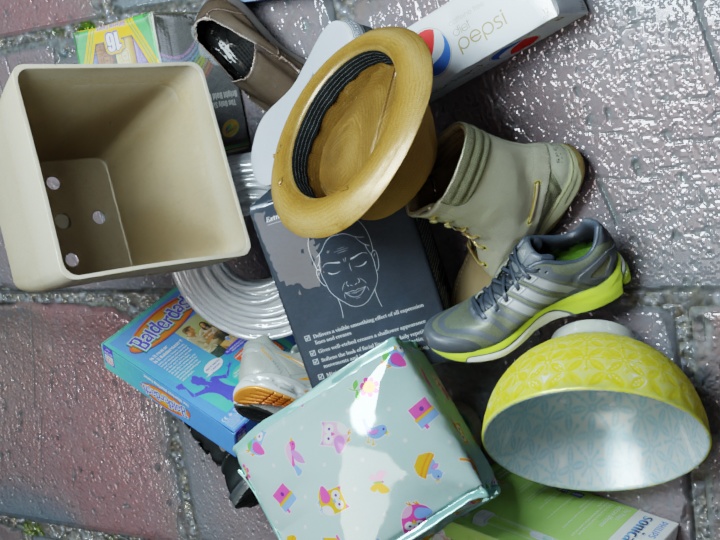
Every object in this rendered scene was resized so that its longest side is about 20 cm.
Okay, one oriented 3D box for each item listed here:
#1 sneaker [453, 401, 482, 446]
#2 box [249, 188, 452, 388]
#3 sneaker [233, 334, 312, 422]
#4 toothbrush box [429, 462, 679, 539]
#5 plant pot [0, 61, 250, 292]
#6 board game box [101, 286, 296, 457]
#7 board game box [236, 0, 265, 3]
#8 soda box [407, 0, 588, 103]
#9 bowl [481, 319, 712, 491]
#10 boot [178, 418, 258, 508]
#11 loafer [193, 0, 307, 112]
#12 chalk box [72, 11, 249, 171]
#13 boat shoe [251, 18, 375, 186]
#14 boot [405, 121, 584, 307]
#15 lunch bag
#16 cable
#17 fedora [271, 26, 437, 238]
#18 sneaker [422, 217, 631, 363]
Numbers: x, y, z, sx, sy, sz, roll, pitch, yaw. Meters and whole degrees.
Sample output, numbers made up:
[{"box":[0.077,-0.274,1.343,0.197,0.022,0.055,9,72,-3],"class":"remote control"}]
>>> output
[{"box":[0.078,0.239,1.222,0.071,0.080,0.200,11,108,32],"class":"sneaker"},{"box":[0.000,0.000,1.152,0.148,0.107,0.200,-16,102,11],"class":"box"},{"box":[-0.041,0.124,1.239,0.076,0.200,0.092,-35,42,37],"class":"sneaker"},{"box":[0.179,0.271,1.121,0.200,0.146,0.086,13,109,31],"class":"toothbrush box"},{"box":[-0.258,-0.074,1.150,0.177,0.200,0.200,-25,78,48],"class":"plant pot"},{"box":[-0.162,0.098,1.308,0.200,0.152,0.045,30,141,26],"class":"board game box"},{"box":[-0.071,-0.347,1.200,0.200,0.034,0.136,2,103,34],"class":"board game box"},{"box":[0.105,-0.219,1.092,0.200,0.068,0.064,-25,87,37],"class":"soda box"},{"box":[0.211,0.110,1.067,0.200,0.200,0.108,-24,45,36],"class":"bowl"},{"box":[-0.169,0.173,1.346,0.200,0.066,0.165,55,166,12],"class":"boot"},{"box":[-0.102,-0.199,1.221,0.200,0.071,0.073,41,123,0],"class":"loafer"},{"box":[-0.212,-0.174,1.289,0.124,0.124,0.200,-3,99,35],"class":"chalk box"},{"box":[-0.039,-0.154,1.135,0.200,0.057,0.069,-52,54,36],"class":"boat shoe"},{"box":[0.099,-0.040,1.083,0.200,0.154,0.072,-61,42,26],"class":"boot"},{"box":[0.000,0.180,1.062,0.200,0.122,0.171,-34,77,10],"class":"lunch bag"},{"box":[-0.109,-0.024,1.245,0.200,0.069,0.200,8,105,0],"class":"cable"},{"box":[0.009,-0.110,1.021,0.200,0.082,0.201,-26,51,36],"class":"fedora"},{"box":[0.143,0.013,1.063,0.074,0.200,0.081,58,174,51],"class":"sneaker"}]
